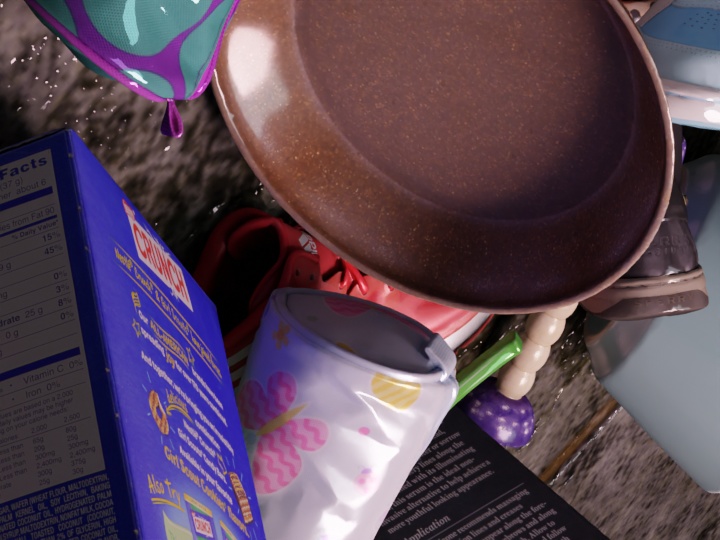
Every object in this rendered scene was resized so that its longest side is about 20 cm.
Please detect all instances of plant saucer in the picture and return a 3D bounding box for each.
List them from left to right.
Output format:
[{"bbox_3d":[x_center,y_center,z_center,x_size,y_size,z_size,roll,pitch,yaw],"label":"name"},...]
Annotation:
[{"bbox_3d":[0.033,-0.073,0.846,0.037,0.200,0.201,-53,161,-43],"label":"plant saucer"}]

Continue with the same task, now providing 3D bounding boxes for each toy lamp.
[{"bbox_3d":[0.117,0.004,1.205,0.058,0.058,0.200,-8,134,-53],"label":"toy lamp"}]

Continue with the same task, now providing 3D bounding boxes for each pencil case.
[{"bbox_3d":[-0.034,-0.150,0.749,0.200,0.092,0.085,-48,-164,-1],"label":"pencil case"},{"bbox_3d":[-0.029,0.108,0.943,0.083,0.091,0.200,-13,126,-62],"label":"pencil case"}]

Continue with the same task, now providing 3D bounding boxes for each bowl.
[{"bbox_3d":[0.198,0.015,1.237,0.201,0.105,0.201,-63,-175,9],"label":"bowl"}]

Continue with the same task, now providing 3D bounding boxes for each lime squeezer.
[{"bbox_3d":[-0.015,0.087,1.028,0.200,0.071,0.038,-28,124,15],"label":"lime squeezer"}]

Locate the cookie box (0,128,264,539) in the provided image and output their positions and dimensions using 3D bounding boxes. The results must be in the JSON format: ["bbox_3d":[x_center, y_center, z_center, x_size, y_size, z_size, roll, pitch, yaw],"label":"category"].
[{"bbox_3d":[-0.093,0.078,0.804,0.075,0.200,0.171,-18,153,8],"label":"cookie box"}]

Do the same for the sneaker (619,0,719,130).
[{"bbox_3d":[0.155,-0.137,0.889,0.200,0.079,0.131,-44,144,-61],"label":"sneaker"}]

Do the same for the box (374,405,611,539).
[{"bbox_3d":[0.031,0.168,1.121,0.107,0.200,0.149,-25,143,-38],"label":"box"}]

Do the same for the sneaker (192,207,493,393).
[{"bbox_3d":[0.000,0.000,1.002,0.200,0.078,0.116,-41,153,-19],"label":"sneaker"}]

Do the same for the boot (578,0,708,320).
[{"bbox_3d":[0.112,-0.065,1.060,0.073,0.200,0.151,-8,103,-7],"label":"boot"}]
